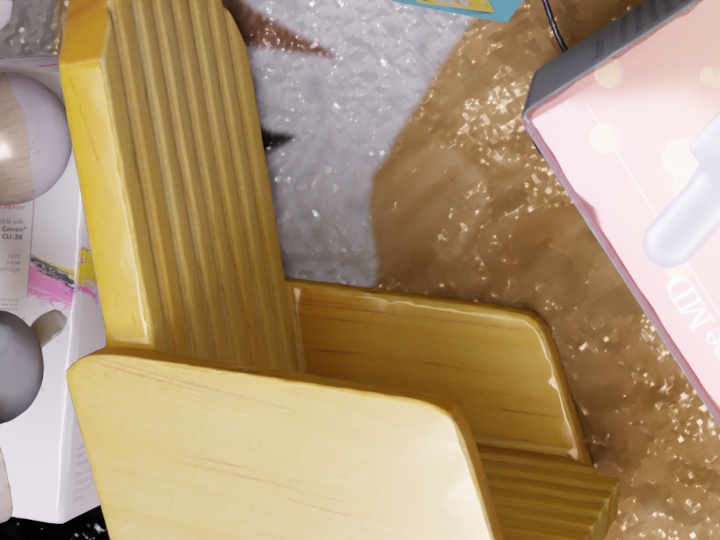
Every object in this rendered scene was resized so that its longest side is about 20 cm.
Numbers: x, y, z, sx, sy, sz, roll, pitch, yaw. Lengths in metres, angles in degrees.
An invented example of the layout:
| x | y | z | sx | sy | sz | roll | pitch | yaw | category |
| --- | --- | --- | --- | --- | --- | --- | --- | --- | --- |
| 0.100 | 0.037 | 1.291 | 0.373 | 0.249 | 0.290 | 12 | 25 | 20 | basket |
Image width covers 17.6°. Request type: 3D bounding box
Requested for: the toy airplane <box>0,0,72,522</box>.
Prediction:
| x | y | z | sx | sy | sz | roll | pitch | yaw | category |
| --- | --- | --- | --- | --- | --- | --- | --- | --- | --- |
| -0.151 | -0.045 | 0.740 | 0.199 | 0.141 | 0.201 | 32 | 122 | 46 | toy airplane |

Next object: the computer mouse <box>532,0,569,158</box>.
| x | y | z | sx | sy | sz | roll | pitch | yaw | category |
| --- | --- | --- | --- | --- | --- | --- | --- | --- | --- |
| 0.066 | -0.105 | 0.860 | 0.058 | 0.034 | 0.201 | -25 | 95 | -3 | computer mouse |

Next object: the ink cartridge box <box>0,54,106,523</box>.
| x | y | z | sx | sy | sz | roll | pitch | yaw | category |
| --- | --- | --- | --- | --- | --- | --- | --- | --- | --- |
| -0.110 | -0.018 | 0.864 | 0.067 | 0.116 | 0.201 | 8 | 97 | 15 | ink cartridge box |

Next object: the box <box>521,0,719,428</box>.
| x | y | z | sx | sy | sz | roll | pitch | yaw | category |
| --- | --- | --- | --- | --- | --- | --- | --- | --- | --- |
| 0.177 | -0.050 | 0.782 | 0.200 | 0.106 | 0.152 | -33 | 96 | 12 | box |

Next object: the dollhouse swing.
| x | y | z | sx | sy | sz | roll | pitch | yaw | category |
| --- | --- | --- | --- | --- | --- | --- | --- | --- | --- |
| 0.000 | 0.000 | 0.796 | 0.181 | 0.200 | 0.176 | 7 | 97 | 13 | dollhouse swing |

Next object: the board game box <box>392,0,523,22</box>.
| x | y | z | sx | sy | sz | roll | pitch | yaw | category |
| --- | --- | --- | --- | --- | --- | --- | --- | --- | --- |
| 0.054 | -0.196 | 0.761 | 0.047 | 0.151 | 0.201 | 10 | 84 | -4 | board game box |
